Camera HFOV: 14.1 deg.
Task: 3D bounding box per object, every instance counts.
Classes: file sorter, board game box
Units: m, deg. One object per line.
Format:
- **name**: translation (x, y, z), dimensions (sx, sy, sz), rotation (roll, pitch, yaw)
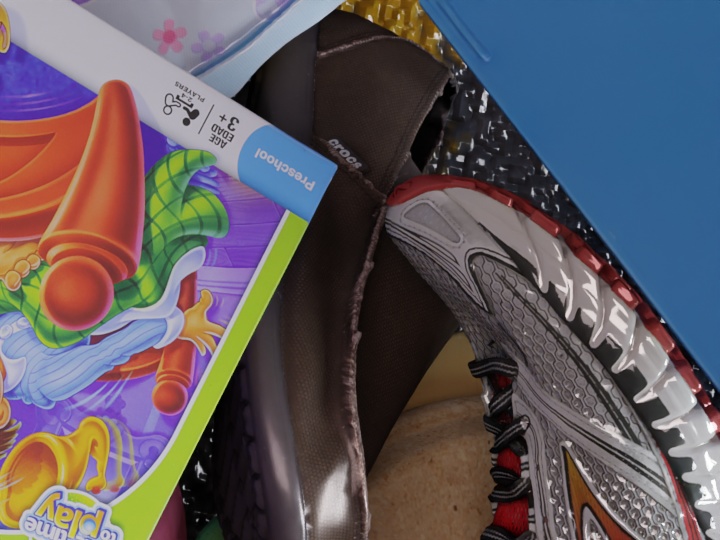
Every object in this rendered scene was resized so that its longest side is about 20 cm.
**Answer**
- **file sorter**: translation (0.137, -0.022, 0.762), dimensions (0.139, 0.123, 0.200), rotation (-37, 55, 3)
- **board game box**: translation (-0.123, -0.016, 0.689), dimensions (0.200, 0.045, 0.135), rotation (31, 68, -12)

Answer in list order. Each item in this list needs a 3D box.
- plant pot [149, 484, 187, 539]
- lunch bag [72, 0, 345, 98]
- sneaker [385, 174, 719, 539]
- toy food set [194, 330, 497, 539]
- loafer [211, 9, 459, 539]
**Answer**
- **plant pot**: translation (-0.166, 0.102, 0.758), dimensions (0.199, 0.179, 0.201), rotation (8, 122, 14)
- **lunch bag**: translation (-0.097, -0.122, 0.827), dimensions (0.169, 0.127, 0.200), rotation (-40, 73, 2)
- **sneaker**: translation (0.061, 0.064, 0.754), dimensions (0.082, 0.078, 0.200), rotation (-31, 92, -2)
- **toy food set**: translation (0.040, 0.130, 0.815), dimensions (0.198, 0.049, 0.200), rotation (-43, 94, -22)
- **loafer**: translation (0.000, 0.000, 0.799), dimensions (0.071, 0.073, 0.200), rotation (7, 51, -5)
